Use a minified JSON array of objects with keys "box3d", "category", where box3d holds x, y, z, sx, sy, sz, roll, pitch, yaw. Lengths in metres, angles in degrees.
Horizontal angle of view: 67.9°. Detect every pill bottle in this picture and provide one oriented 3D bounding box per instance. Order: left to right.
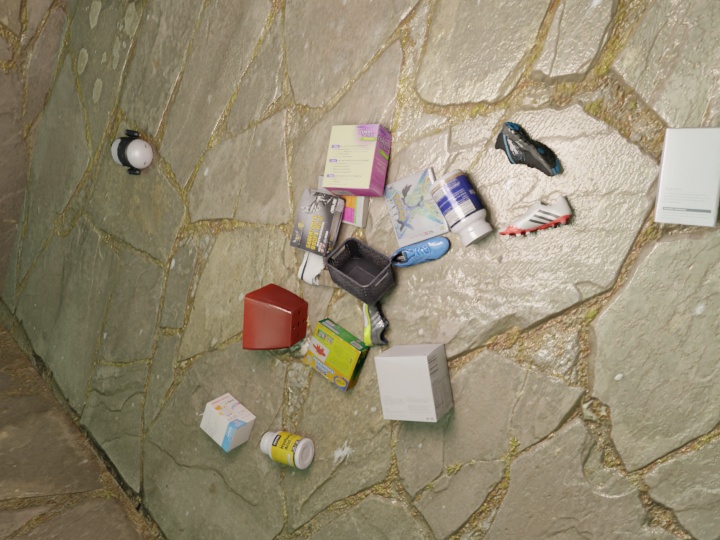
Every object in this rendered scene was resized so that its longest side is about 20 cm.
[{"box3d":[-0.284,0.681,2.046,0.196,0.111,0.114,3,100,31],"category":"pill bottle"},{"box3d":[0.290,-0.177,1.535,0.115,0.115,0.203,-33,81,31],"category":"pill bottle"}]

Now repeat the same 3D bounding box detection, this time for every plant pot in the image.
[{"box3d":[-0.297,0.178,1.930,0.173,0.200,0.204,10,104,19],"category":"plant pot"}]

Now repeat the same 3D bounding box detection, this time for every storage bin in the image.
[{"box3d":[0.000,0.000,1.707,0.198,0.135,0.095,31,154,36],"category":"storage bin"}]

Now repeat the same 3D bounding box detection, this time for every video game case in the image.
[{"box3d":[0.171,-0.193,1.663,0.180,0.022,0.204,-17,89,33],"category":"video game case"}]

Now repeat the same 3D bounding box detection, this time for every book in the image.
[{"box3d":[-0.062,-0.232,1.790,0.197,0.048,0.136,19,110,29],"category":"book"}]

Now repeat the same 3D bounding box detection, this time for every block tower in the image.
[{"box3d":[-0.051,0.030,1.822,0.196,0.054,0.059,6,101,31],"category":"block tower"}]

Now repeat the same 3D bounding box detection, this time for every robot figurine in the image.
[{"box3d":[-0.971,-0.501,2.272,0.197,0.126,0.151,13,147,30],"category":"robot figurine"}]

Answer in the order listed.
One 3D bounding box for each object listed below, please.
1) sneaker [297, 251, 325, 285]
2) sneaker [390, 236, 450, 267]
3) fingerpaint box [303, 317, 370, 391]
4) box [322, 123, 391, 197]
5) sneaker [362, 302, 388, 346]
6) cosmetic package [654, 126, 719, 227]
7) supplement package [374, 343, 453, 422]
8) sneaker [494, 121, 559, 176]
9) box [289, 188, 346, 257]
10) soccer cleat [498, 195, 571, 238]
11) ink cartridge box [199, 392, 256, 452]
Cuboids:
[{"box3d":[-0.152,-0.046,1.872,0.079,0.076,0.203,24,115,12],"category":"sneaker"},{"box3d":[0.180,-0.053,1.649,0.197,0.078,0.067,-17,88,32],"category":"sneaker"},{"box3d":[-0.084,0.293,1.876,0.198,0.073,0.170,31,112,25],"category":"fingerpaint box"},{"box3d":[-0.011,-0.343,1.676,0.173,0.096,0.205,6,85,31],"category":"box"},{"box3d":[0.056,0.155,1.775,0.079,0.074,0.205,5,107,22],"category":"sneaker"},{"box3d":[0.737,-0.211,1.197,0.121,0.198,0.205,9,103,29],"category":"cosmetic package"},{"box3d":[0.169,0.349,1.682,0.188,0.146,0.205,-7,95,32],"category":"supplement package"},{"box3d":[0.451,-0.314,1.448,0.201,0.072,0.083,49,136,22],"category":"sneaker"},{"box3d":[-0.143,-0.159,1.781,0.156,0.048,0.204,18,94,32],"category":"box"},{"box3d":[0.472,-0.144,1.460,0.197,0.068,0.087,-15,82,30],"category":"soccer cleat"},{"box3d":[-0.553,0.613,2.194,0.198,0.128,0.127,33,113,23],"category":"ink cartridge box"}]
